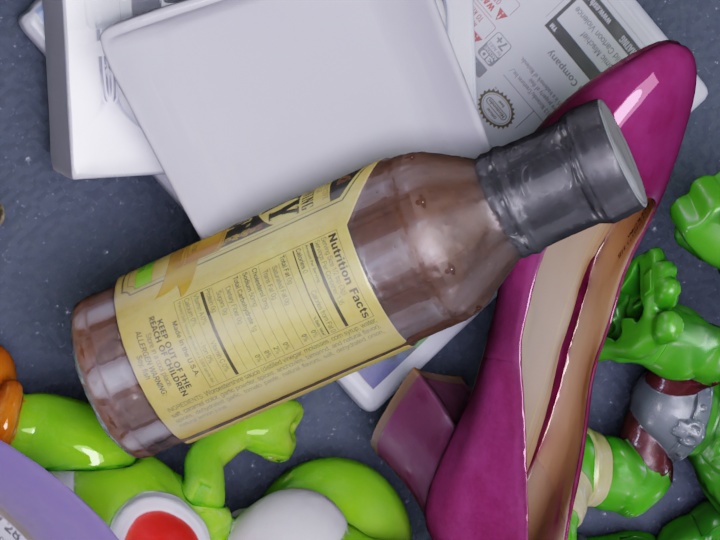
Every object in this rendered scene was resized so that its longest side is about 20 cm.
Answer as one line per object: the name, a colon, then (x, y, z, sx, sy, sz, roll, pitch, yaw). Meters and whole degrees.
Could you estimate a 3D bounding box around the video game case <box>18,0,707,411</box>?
video game case: (0.004, -0.080, 1.047, 0.182, 0.022, 0.200, -43, 104, -6)

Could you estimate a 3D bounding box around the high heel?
high heel: (0.082, 0.021, 0.983, 0.067, 0.096, 0.200, 2, 125, -44)

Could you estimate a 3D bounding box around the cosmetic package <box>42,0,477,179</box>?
cosmetic package: (-0.038, -0.137, 0.995, 0.150, 0.052, 0.201, -5, 97, -16)

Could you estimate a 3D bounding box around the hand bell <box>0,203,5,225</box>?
hand bell: (-0.192, 0.066, 0.995, 0.104, 0.104, 0.201, 7, 106, -13)

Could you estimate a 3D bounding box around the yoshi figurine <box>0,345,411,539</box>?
yoshi figurine: (-0.063, 0.094, 1.026, 0.199, 0.113, 0.112, 17, 55, -1)

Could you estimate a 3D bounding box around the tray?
tray: (-0.011, -0.044, 0.962, 0.107, 0.022, 0.200, -17, 144, 6)

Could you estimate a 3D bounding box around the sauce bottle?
sauce bottle: (0.000, 0.000, 0.951, 0.199, 0.065, 0.065, -23, 101, 11)

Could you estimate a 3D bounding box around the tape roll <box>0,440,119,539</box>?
tape roll: (-0.165, 0.130, 0.878, 0.199, 0.200, 0.085, 20, 120, -14)

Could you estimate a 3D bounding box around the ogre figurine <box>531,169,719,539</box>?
ogre figurine: (0.130, 0.059, 1.049, 0.119, 0.098, 0.201, 14, 100, -23)
